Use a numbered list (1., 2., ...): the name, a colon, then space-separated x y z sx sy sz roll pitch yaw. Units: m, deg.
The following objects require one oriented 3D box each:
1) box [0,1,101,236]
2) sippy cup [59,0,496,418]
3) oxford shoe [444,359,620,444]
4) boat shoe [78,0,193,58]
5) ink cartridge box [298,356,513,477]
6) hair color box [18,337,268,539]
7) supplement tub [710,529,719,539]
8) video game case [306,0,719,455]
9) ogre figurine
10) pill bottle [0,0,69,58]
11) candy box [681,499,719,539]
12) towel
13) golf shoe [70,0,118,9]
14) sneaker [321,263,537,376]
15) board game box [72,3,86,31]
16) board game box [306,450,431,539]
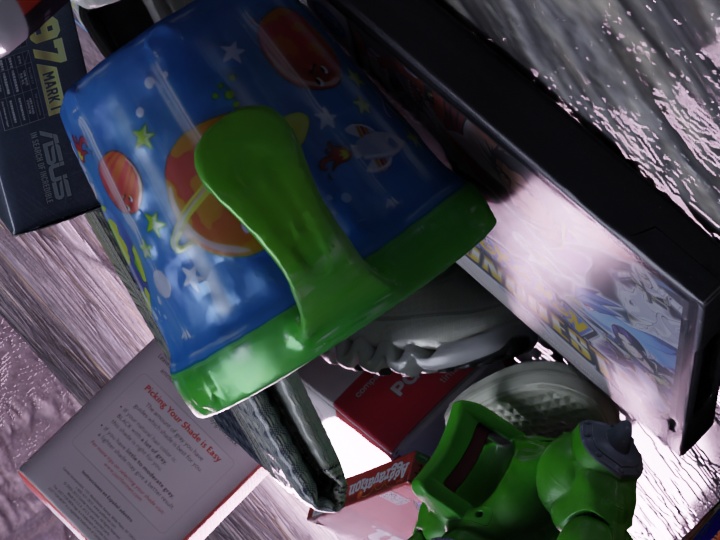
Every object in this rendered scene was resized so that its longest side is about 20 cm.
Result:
1. box: -0.165 -0.135 0.974 0.158 0.051 0.200 -134 28 -54
2. sippy cup: -0.040 -0.035 0.882 0.130 0.140 0.178 57 142 -3
3. oxford shoe: 0.078 0.067 1.079 0.075 0.058 0.200 19 163 4
4. boat shoe: -0.082 -0.110 0.987 0.060 0.074 0.200 22 153 35
5. ink cartridge box: 0.001 0.055 1.248 0.200 0.083 0.147 36 164 37
6. hair color box: -0.092 0.085 1.386 0.102 0.200 0.061 44 169 9
7. supplement tub: 0.201 0.159 0.806 0.200 0.123 0.123 41 167 19
8. video game case: 0.060 -0.026 0.915 0.200 0.026 0.181 42 168 18
9. ogre figurine: 0.060 0.123 0.982 0.098 0.120 0.200 19 162 -4
10. pill bottle: -0.115 -0.135 0.729 0.111 0.200 0.111 43 168 11
11. candy box: 0.194 0.178 1.006 0.169 0.077 0.200 43 167 9
12. towel: -0.081 0.004 1.092 0.200 0.035 0.193 61 169 -18
13. golf shoe: -0.111 -0.184 0.835 0.200 0.088 0.077 54 167 -30
14. sneaker: 0.000 0.000 1.107 0.200 0.075 0.081 15 105 44
15. board game box: -0.135 -0.168 1.094 0.134 0.034 0.200 41 167 23
16. board game box: 0.083 0.144 1.157 0.200 0.019 0.103 26 155 -20
